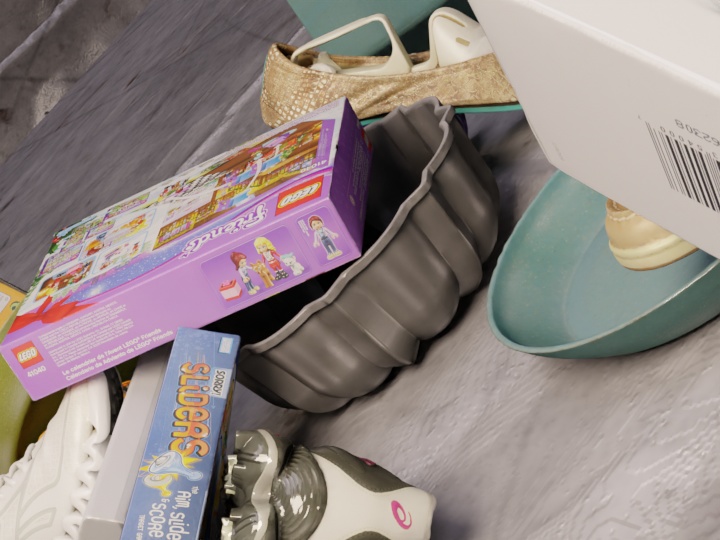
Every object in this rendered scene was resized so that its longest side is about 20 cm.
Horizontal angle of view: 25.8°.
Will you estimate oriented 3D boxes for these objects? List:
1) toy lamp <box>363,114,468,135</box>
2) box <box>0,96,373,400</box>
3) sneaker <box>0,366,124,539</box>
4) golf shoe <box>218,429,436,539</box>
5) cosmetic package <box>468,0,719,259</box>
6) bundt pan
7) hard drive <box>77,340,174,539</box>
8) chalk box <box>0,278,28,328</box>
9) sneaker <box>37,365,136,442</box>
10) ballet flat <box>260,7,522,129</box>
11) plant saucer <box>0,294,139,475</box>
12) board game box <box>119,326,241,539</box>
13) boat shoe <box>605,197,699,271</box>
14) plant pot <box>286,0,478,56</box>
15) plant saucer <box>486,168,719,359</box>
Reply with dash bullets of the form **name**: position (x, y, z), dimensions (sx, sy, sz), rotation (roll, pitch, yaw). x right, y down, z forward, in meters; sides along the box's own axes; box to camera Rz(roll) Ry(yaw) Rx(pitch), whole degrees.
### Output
- **toy lamp**: position (0.030, -0.106, 1.079), dimensions (0.058, 0.058, 0.200), rotation (-45, 18, 1)
- **box**: position (-0.090, -0.014, 0.858), dimensions (0.199, 0.039, 0.137), rotation (-24, 24, 15)
- **sneaker**: position (-0.184, 0.139, 0.868), dimensions (0.075, 0.080, 0.201), rotation (-82, 11, -78)
- **golf shoe**: position (-0.025, 0.120, 0.715), dimensions (0.200, 0.087, 0.078), rotation (127, 150, -77)
- **cosmetic package**: position (0.178, -0.098, 0.507), dimensions (0.199, 0.123, 0.200), rotation (34, 79, 37)
- **bundt pan**: position (0.000, 0.000, 0.888), dimensions (0.202, 0.076, 0.202), rotation (-39, 20, 17)
- **hard drive**: position (-0.123, 0.129, 0.845), dimensions (0.200, 0.026, 0.133), rotation (-83, 2, -64)
- **chalk box**: position (-0.270, 0.101, 1.106), dimensions (0.124, 0.124, 0.201), rotation (-55, -23, -27)
- **sneaker**: position (-0.165, 0.113, 1.011), dimensions (0.078, 0.077, 0.201), rotation (-34, 20, 35)
- **ballet flat**: position (0.032, -0.125, 0.955), dimensions (0.198, 0.066, 0.071), rotation (-7, 19, 8)
- **plant saucer**: position (-0.193, 0.083, 1.053), dimensions (0.200, 0.031, 0.201), rotation (-53, -24, -34)
- **board game box**: position (-0.090, 0.136, 0.743), dimensions (0.200, 0.034, 0.136), rotation (-85, 4, -61)
- **boat shoe**: position (0.160, -0.087, 0.632), dimensions (0.200, 0.063, 0.073), rotation (-49, 19, -9)
- **plant pot**: position (0.044, -0.241, 1.146), dimensions (0.200, 0.142, 0.141), rotation (-40, -11, 30)
- **plant saucer**: position (0.142, -0.029, 0.704), dimensions (0.200, 0.036, 0.200), rotation (-40, 19, 16)
